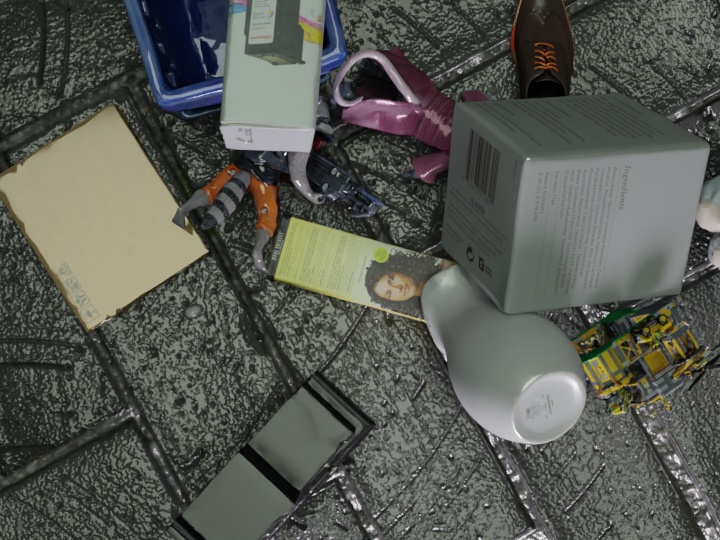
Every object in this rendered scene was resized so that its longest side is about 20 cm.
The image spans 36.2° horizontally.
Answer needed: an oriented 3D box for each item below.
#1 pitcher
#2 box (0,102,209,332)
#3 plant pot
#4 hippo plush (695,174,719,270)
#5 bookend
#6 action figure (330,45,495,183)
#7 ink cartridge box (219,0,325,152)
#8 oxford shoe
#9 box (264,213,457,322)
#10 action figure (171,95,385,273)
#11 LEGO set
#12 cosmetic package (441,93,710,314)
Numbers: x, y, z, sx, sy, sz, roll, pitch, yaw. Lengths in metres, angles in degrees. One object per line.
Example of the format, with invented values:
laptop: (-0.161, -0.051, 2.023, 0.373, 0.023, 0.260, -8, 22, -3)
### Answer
pitcher: (0.145, 0.106, 1.114, 0.121, 0.200, 0.172, -24, 122, -11)
box: (-0.286, -0.059, 1.217, 0.163, 0.021, 0.200, -33, 88, -3)
plant pot: (-0.133, -0.270, 1.151, 0.200, 0.180, 0.200, -16, 88, -3)
hippo plush: (0.404, -0.076, 1.135, 0.159, 0.161, 0.200, -13, 94, 0)
bookend: (-0.082, 0.206, 1.120, 0.092, 0.199, 0.200, 42, 87, 3)
action figure: (0.079, -0.169, 1.170, 0.200, 0.149, 0.134, 31, 83, 6)
ink cartridge box: (-0.075, -0.214, 0.988, 0.083, 0.146, 0.200, 4, 88, -4)
oxford shoe: (0.206, -0.225, 1.209, 0.071, 0.073, 0.200, -2, 87, -1)
box: (0.000, 0.000, 1.206, 0.200, 0.050, 0.075, 14, 87, 0)
action figure: (-0.080, -0.098, 1.148, 0.200, 0.105, 0.194, 26, 79, 27)
LEGO set: (0.281, 0.115, 1.148, 0.154, 0.200, 0.116, -32, 90, -23)
cosmetic package: (0.209, -0.073, 1.106, 0.200, 0.167, 0.167, -6, 117, -17)
